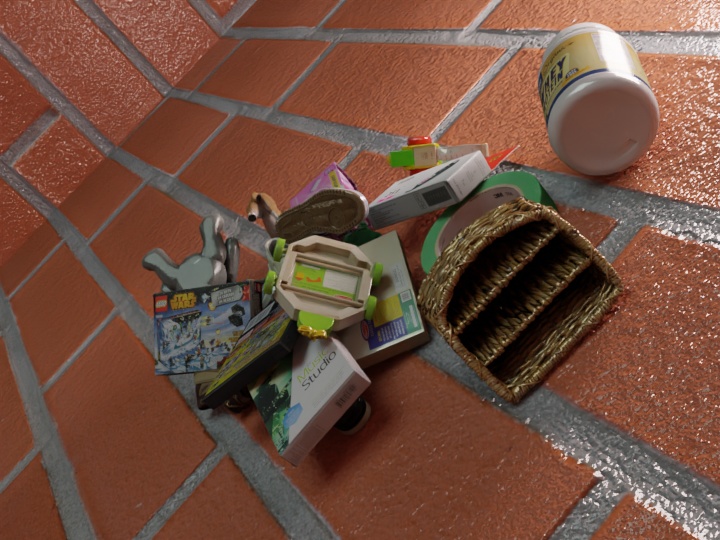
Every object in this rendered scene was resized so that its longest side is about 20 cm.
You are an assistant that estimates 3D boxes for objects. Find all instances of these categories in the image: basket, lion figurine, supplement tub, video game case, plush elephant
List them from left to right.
[{"bbox_3d":[-0.258,0.028,1.720,0.164,0.155,0.200,-36,61,-4],"label":"plush elephant"},{"bbox_3d":[-0.132,0.093,1.396,0.200,0.025,0.181,-37,17,39],"label":"video game case"},{"bbox_3d":[-0.150,-0.079,1.686,0.072,0.201,0.123,-21,37,-2],"label":"lion figurine"},{"bbox_3d":[0.179,0.022,1.139,0.200,0.143,0.149,-43,26,1],"label":"basket"},{"bbox_3d":[0.316,-0.238,1.314,0.144,0.144,0.201,-31,30,23],"label":"supplement tub"}]

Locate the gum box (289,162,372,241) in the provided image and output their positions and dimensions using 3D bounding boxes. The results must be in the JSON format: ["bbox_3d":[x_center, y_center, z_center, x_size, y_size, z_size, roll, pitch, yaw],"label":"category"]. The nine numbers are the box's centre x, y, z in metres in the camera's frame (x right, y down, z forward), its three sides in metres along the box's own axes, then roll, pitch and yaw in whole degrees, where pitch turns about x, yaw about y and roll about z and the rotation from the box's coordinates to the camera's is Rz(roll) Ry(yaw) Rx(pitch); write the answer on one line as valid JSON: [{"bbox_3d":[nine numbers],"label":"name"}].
[{"bbox_3d":[-0.054,-0.097,1.704,0.113,0.066,0.201,-40,28,12],"label":"gum box"}]

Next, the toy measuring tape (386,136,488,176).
[{"bbox_3d":[0.132,-0.190,1.598,0.198,0.074,0.074,-2,47,35],"label":"toy measuring tape"}]

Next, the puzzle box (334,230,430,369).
[{"bbox_3d":[0.015,0.044,1.378,0.132,0.025,0.201,-23,46,10],"label":"puzzle box"}]

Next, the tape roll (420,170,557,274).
[{"bbox_3d":[0.177,-0.050,1.347,0.200,0.048,0.201,-34,28,21],"label":"tape roll"}]

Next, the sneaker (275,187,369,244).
[{"bbox_3d":[-0.036,-0.093,1.528,0.108,0.071,0.199,-18,3,-44],"label":"sneaker"}]

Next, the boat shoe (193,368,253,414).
[{"bbox_3d":[-0.188,0.188,1.508,0.199,0.072,0.073,-10,71,39],"label":"boat shoe"}]

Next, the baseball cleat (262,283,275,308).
[{"bbox_3d":[-0.178,0.081,1.647,0.199,0.070,0.106,-37,14,3],"label":"baseball cleat"}]

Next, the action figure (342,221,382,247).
[{"bbox_3d":[0.000,0.000,1.480,0.117,0.055,0.201,-4,48,11],"label":"action figure"}]

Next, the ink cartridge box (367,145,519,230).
[{"bbox_3d":[0.122,-0.140,1.482,0.199,0.044,0.173,-16,22,52],"label":"ink cartridge box"}]

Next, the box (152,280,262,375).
[{"bbox_3d":[-0.249,0.096,1.584,0.198,0.040,0.139,-7,81,27],"label":"box"}]

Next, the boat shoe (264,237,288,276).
[{"bbox_3d":[-0.111,-0.004,1.539,0.072,0.062,0.200,-32,22,-16],"label":"boat shoe"}]

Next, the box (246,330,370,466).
[{"bbox_3d":[-0.075,0.149,1.289,0.145,0.036,0.200,-49,27,3],"label":"box"}]

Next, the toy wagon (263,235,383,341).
[{"bbox_3d":[-0.054,0.029,1.321,0.201,0.153,0.040,-78,2,-48],"label":"toy wagon"}]

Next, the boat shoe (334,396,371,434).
[{"bbox_3d":[-0.062,0.173,1.347,0.074,0.063,0.201,-56,28,-14],"label":"boat shoe"}]
